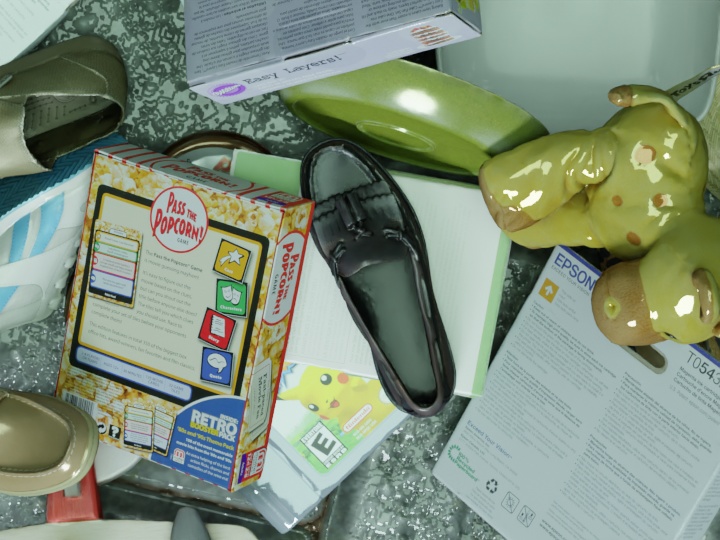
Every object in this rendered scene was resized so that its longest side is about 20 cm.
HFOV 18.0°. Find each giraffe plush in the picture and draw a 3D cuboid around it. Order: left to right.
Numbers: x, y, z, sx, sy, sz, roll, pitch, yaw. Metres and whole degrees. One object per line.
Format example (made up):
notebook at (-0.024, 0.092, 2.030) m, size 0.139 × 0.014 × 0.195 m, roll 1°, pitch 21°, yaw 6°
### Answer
giraffe plush at (0.193, -0.021, 1.476) m, size 0.200 × 0.172 × 0.162 m, roll -32°, pitch 71°, yaw 41°

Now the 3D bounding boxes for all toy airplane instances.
toy airplane at (-0.197, 0.208, 1.583) m, size 0.199 × 0.141 × 0.200 m, roll 42°, pitch 94°, yaw -6°

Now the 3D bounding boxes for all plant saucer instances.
plant saucer at (0.027, -0.102, 1.522) m, size 0.200 × 0.200 × 0.031 m, roll 17°, pitch 81°, yaw -4°

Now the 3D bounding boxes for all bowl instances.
bowl at (0.148, -0.193, 1.579) m, size 0.200 × 0.075 × 0.200 m, roll 1°, pitch 97°, yaw -3°

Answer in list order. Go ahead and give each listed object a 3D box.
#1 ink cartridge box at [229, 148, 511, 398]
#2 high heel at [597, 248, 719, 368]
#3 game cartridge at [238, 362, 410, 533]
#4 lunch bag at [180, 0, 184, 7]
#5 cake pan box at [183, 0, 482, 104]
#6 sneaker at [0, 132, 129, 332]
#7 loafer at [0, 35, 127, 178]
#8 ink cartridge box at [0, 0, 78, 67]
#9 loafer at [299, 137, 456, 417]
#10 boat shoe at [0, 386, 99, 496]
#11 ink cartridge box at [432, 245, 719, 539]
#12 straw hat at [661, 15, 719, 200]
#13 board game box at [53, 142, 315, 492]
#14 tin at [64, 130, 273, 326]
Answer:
ink cartridge box at (0.000, 0.000, 1.579) m, size 0.200 × 0.048 × 0.146 m, roll 10°, pitch 96°, yaw 0°
high heel at (0.209, 0.064, 1.580) m, size 0.071 × 0.143 × 0.200 m, roll -28°, pitch 104°, yaw 39°
game cartridge at (-0.030, 0.075, 1.627) m, size 0.200 × 0.040 × 0.133 m, roll -44°, pitch 93°, yaw 3°
lunch bag at (-0.076, -0.266, 1.558) m, size 0.160 × 0.077 × 0.200 m, roll -17°, pitch 96°, yaw 5°
cake pan box at (-0.028, -0.214, 1.436) m, size 0.200 × 0.052 × 0.185 m, roll -14°, pitch 69°, yaw 24°
sneaker at (-0.232, -0.018, 1.593) m, size 0.200 × 0.077 × 0.081 m, roll -42°, pitch 117°, yaw 2°
loafer at (-0.247, -0.097, 1.553) m, size 0.200 × 0.067 × 0.076 m, roll -29°, pitch 131°, yaw -9°
ink cartridge box at (-0.306, -0.217, 1.573) m, size 0.200 × 0.041 × 0.200 m, roll -40°, pitch 99°, yaw 3°
loafer at (0.017, 0.005, 1.525) m, size 0.072 × 0.063 × 0.200 m, roll -22°, pitch 96°, yaw 0°
boat shoe at (-0.271, 0.109, 1.557) m, size 0.200 × 0.065 × 0.071 m, roll 5°, pitch 75°, yaw 30°
ink cartridge box at (0.166, 0.114, 1.564) m, size 0.196 × 0.043 × 0.200 m, roll 40°, pitch 110°, yaw 35°
straw hat at (0.310, -0.130, 1.588) m, size 0.201 × 0.085 × 0.201 m, roll 0°, pitch 98°, yaw -2°
board game box at (-0.123, 0.030, 1.538) m, size 0.151 × 0.046 × 0.200 m, roll 18°, pitch 106°, yaw 22°
tin at (-0.128, -0.006, 1.612) m, size 0.112 × 0.042 × 0.200 m, roll 36°, pitch 95°, yaw -10°
